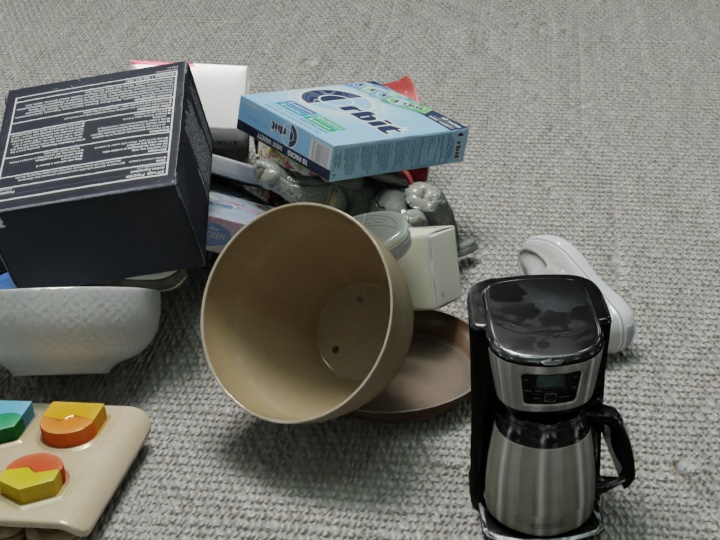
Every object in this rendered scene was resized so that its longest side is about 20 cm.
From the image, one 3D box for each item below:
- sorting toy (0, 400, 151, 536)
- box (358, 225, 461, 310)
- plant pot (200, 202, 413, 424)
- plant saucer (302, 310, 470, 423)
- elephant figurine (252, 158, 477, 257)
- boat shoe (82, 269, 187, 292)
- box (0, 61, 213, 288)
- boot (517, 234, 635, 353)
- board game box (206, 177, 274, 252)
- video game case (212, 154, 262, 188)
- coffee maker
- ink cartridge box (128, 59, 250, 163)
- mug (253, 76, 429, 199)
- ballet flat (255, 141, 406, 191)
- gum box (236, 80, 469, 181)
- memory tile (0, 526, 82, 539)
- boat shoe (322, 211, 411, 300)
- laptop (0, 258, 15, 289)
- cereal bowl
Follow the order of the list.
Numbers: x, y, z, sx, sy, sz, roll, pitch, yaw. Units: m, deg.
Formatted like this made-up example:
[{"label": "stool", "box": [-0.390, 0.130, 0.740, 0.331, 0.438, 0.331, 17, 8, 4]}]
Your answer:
[{"label": "sorting toy", "box": [-0.311, 0.166, 1.430, 0.200, 0.037, 0.185, 5, 28, 12]}, {"label": "box", "box": [0.000, 0.000, 1.648, 0.200, 0.082, 0.068, -1, 9, 28]}, {"label": "plant pot", "box": [-0.030, 0.048, 1.476, 0.200, 0.201, 0.134, 15, -2, 29]}, {"label": "plant saucer", "box": [0.031, 0.097, 1.574, 0.200, 0.032, 0.200, -2, 27, 1]}, {"label": "elephant figurine", "box": [0.005, -0.070, 1.767, 0.200, 0.155, 0.142, 31, 64, 33]}, {"label": "boat shoe", "box": [-0.244, 0.002, 1.691, 0.072, 0.060, 0.202, -38, 28, -32]}, {"label": "box", "box": [-0.262, -0.094, 1.617, 0.200, 0.123, 0.199, -9, 43, 7]}, {"label": "boot", "box": [0.194, 0.025, 1.649, 0.095, 0.074, 0.200, -8, 29, -24]}, {"label": "board game box", "box": [-0.168, -0.065, 1.787, 0.200, 0.043, 0.199, 13, 13, -41]}, {"label": "video game case", "box": [-0.214, -0.131, 1.856, 0.182, 0.022, 0.200, 13, 0, 42]}, {"label": "coffee maker", "box": [0.142, 0.106, 1.370, 0.135, 0.200, 0.192, -14, 30, -22]}, {"label": "ink cartridge box", "box": [-0.209, -0.190, 1.953, 0.147, 0.086, 0.200, 2, -8, -4]}, {"label": "mug", "box": [-0.023, -0.150, 1.938, 0.200, 0.134, 0.178, -10, 27, -7]}, {"label": "ballet flat", "box": [-0.034, -0.114, 1.858, 0.200, 0.064, 0.076, 32, 32, -3]}, {"label": "gum box", "box": [-0.008, -0.160, 1.778, 0.200, 0.045, 0.170, -11, 30, -39]}, {"label": "memory tile", "box": [-0.327, 0.195, 1.433, 0.200, 0.017, 0.153, 4, 29, 12]}, {"label": "boat shoe", "box": [-0.025, 0.007, 1.589, 0.202, 0.065, 0.074, -32, 31, 25]}, {"label": "laptop", "box": [-0.378, -0.054, 1.737, 0.177, 0.200, 0.103, -22, -19, 16]}, {"label": "cereal bowl", "box": [-0.296, 0.062, 1.569, 0.200, 0.083, 0.200, -3, -4, 0]}]
